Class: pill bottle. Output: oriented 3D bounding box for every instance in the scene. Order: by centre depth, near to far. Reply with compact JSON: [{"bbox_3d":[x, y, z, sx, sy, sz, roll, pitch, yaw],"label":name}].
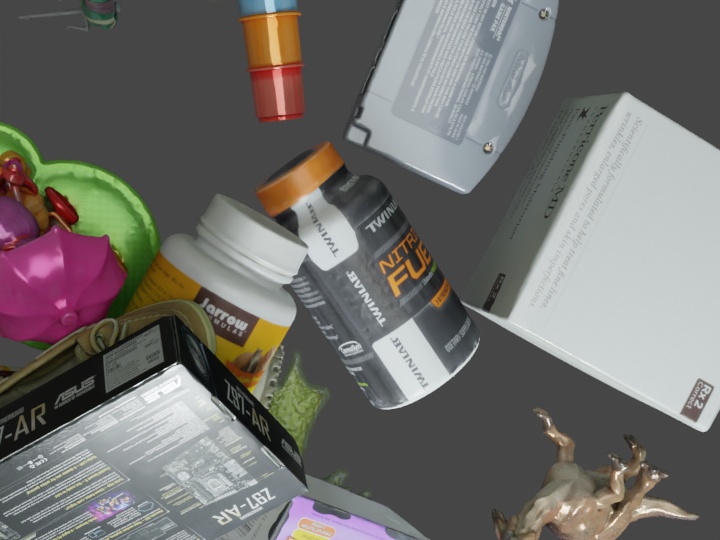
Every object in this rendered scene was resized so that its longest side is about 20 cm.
[{"bbox_3d":[-0.118,0.051,0.807,0.109,0.109,0.201,29,95,-13],"label":"pill bottle"},{"bbox_3d":[0.000,0.000,0.882,0.106,0.106,0.201,-36,102,-6],"label":"pill bottle"}]

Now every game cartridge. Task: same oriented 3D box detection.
[{"bbox_3d":[0.081,-0.173,0.919,0.132,0.040,0.202,23,91,-10],"label":"game cartridge"}]

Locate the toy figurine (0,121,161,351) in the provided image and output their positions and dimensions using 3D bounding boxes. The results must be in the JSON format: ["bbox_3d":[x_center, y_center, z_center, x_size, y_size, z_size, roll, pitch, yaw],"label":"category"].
[{"bbox_3d":[-0.228,-0.021,0.792,0.150,0.184,0.200,-41,102,-5],"label":"toy figurine"}]

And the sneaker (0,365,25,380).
[{"bbox_3d":[-0.266,0.104,0.839,0.198,0.090,0.076,2,85,-11],"label":"sneaker"}]

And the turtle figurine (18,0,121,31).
[{"bbox_3d":[-0.207,-0.251,0.819,0.199,0.101,0.151,-26,100,-12],"label":"turtle figurine"}]

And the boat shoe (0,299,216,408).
[{"bbox_3d":[-0.187,0.079,0.733,0.199,0.063,0.074,-23,83,11],"label":"boat shoe"}]

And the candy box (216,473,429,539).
[{"bbox_3d":[-0.060,0.266,0.882,0.167,0.071,0.201,31,89,-41],"label":"candy box"}]

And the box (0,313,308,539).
[{"bbox_3d":[-0.157,0.131,0.719,0.199,0.044,0.160,-29,133,9],"label":"box"}]

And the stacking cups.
[{"bbox_3d":[-0.075,-0.216,0.867,0.060,0.060,0.202,-7,97,-11],"label":"stacking cups"}]

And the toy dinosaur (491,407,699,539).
[{"bbox_3d":[0.186,0.206,0.961,0.199,0.086,0.137,17,103,-29],"label":"toy dinosaur"}]

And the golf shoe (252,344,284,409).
[{"bbox_3d":[-0.133,0.133,0.886,0.097,0.078,0.201,30,86,-5],"label":"golf shoe"}]

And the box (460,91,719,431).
[{"bbox_3d":[0.222,-0.010,0.916,0.199,0.131,0.200,28,89,-13],"label":"box"}]
